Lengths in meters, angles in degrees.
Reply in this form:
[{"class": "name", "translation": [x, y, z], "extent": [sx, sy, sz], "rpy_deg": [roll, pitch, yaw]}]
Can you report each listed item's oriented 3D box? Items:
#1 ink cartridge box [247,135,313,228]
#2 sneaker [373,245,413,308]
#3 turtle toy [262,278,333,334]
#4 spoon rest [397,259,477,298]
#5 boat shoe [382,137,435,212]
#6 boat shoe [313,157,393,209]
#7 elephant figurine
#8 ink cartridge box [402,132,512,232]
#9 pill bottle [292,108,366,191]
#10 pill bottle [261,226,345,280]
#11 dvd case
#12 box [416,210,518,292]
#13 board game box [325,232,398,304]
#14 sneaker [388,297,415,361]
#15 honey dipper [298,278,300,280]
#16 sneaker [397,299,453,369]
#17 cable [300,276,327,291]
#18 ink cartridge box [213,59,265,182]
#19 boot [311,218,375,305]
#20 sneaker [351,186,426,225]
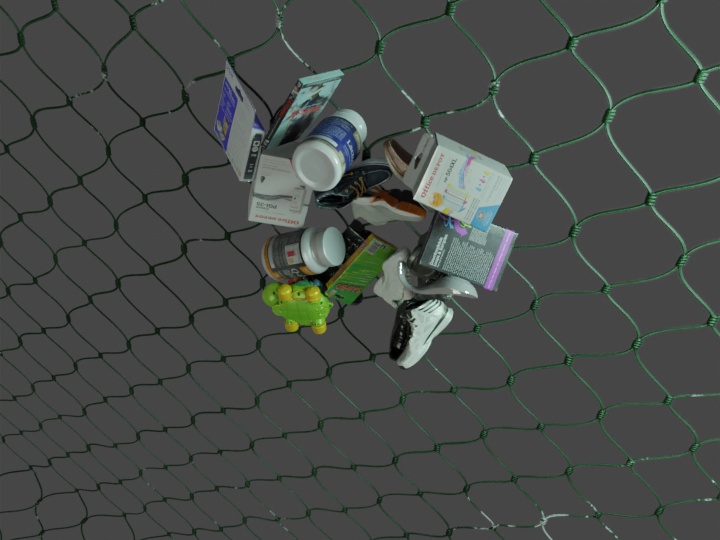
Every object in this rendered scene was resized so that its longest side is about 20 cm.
[{"class": "ink cartridge box", "translation": [-0.187, -0.209, 1.715], "extent": [0.144, 0.084, 0.202], "rpy_deg": [8, 131, -14]}, {"class": "sneaker", "translation": [0.102, 0.020, 1.755], "extent": [0.099, 0.077, 0.201], "rpy_deg": [45, 150, 18]}, {"class": "turtle toy", "translation": [-0.163, 0.077, 1.826], "extent": [0.196, 0.102, 0.148], "rpy_deg": [4, 130, 13]}, {"class": "spoon rest", "translation": [0.170, 0.033, 1.591], "extent": [0.197, 0.099, 0.062], "rpy_deg": [19, 88, 27]}, {"class": "boat shoe", "translation": [0.129, -0.225, 1.594], "extent": [0.071, 0.076, 0.200], "rpy_deg": [-31, 114, 32]}, {"class": "boat shoe", "translation": [-0.013, -0.193, 1.630], "extent": [0.197, 0.092, 0.071], "rpy_deg": [-12, 136, 6]}, {"class": "elephant figurine", "translation": [0.176, -0.036, 1.681], "extent": [0.153, 0.141, 0.202], "rpy_deg": [-28, 105, -7]}, {"class": "ink cartridge box", "translation": [0.199, -0.192, 1.498], "extent": [0.197, 0.126, 0.130], "rpy_deg": [22, 111, -6]}, {"class": "pill bottle", "translation": [-0.062, -0.272, 1.562], "extent": [0.114, 0.201, 0.117], "rpy_deg": [13, 130, 16]}, {"class": "pill bottle", "translation": [-0.142, -0.045, 1.767], "extent": [0.197, 0.117, 0.118], "rpy_deg": [-10, 119, 34]}, {"class": "dvd case", "translation": [-0.130, -0.356, 1.572], "extent": [0.022, 0.145, 0.200], "rpy_deg": [48, 131, 10]}, {"class": "box", "translation": [0.241, -0.052, 1.600], "extent": [0.197, 0.036, 0.145], "rpy_deg": [20, 97, -14]}, {"class": "board game box", "translation": [0.000, 0.000, 1.771], "extent": [0.095, 0.030, 0.200], "rpy_deg": [25, 114, -40]}, {"class": "sneaker", "translation": [0.116, 0.157, 1.861], "extent": [0.075, 0.091, 0.203], "rpy_deg": [17, 128, 16]}, {"class": "honey dipper", "translation": [-0.157, 0.040, 1.888], "extent": [0.038, 0.038, 0.201], "rpy_deg": [-31, 97, 38]}, {"class": "sneaker", "translation": [0.135, 0.147, 1.800], "extent": [0.115, 0.076, 0.201], "rpy_deg": [37, 94, -19]}, {"class": "cable", "translation": [-0.138, -0.003, 1.892], "extent": [0.096, 0.050, 0.203], "rpy_deg": [17, 131, 22]}, {"class": "ink cartridge box", "translation": [-0.279, -0.348, 1.643], "extent": [0.200, 0.043, 0.202], "rpy_deg": [60, 145, 33]}, {"class": "boot", "translation": [-0.013, -0.017, 1.822], "extent": [0.163, 0.066, 0.200], "rpy_deg": [32, 122, -17]}, {"class": "sneaker", "translation": [0.066, -0.144, 1.687], "extent": [0.197, 0.076, 0.093], "rpy_deg": [18, 138, 23]}]
